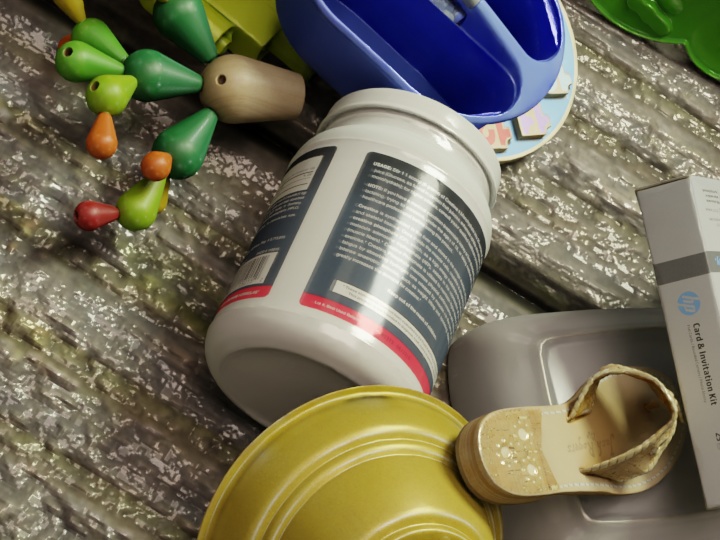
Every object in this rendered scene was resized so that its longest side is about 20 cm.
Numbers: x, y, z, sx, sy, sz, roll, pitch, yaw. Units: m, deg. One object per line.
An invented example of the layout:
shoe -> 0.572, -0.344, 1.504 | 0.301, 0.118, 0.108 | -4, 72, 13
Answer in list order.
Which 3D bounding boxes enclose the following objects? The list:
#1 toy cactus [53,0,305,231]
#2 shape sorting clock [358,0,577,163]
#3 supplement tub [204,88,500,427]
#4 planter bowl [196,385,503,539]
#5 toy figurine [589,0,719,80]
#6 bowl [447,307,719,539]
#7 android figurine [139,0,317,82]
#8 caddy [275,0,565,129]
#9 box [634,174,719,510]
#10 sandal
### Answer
toy cactus -> -0.121, -0.116, 1.114 | 0.165, 0.102, 0.200 | 5, 67, -24
shape sorting clock -> 0.072, -0.170, 1.219 | 0.200, 0.039, 0.200 | 9, 71, -28
supplement tub -> 0.000, 0.000, 1.069 | 0.140, 0.140, 0.200 | 28, 59, -6
planter bowl -> 0.014, 0.172, 0.959 | 0.200, 0.083, 0.201 | -8, 108, -26
toy figurine -> 0.275, -0.272, 1.330 | 0.200, 0.150, 0.184 | 43, 46, -20
bowl -> 0.170, 0.111, 1.118 | 0.200, 0.075, 0.200 | -2, 66, -23
android figurine -> -0.084, -0.226, 1.212 | 0.200, 0.041, 0.182 | 42, 58, 1
caddy -> 0.041, -0.176, 1.126 | 0.200, 0.105, 0.141 | 42, 65, -4
box -> 0.240, 0.044, 1.086 | 0.156, 0.041, 0.200 | 3, 75, -59
sandal -> 0.152, 0.092, 1.000 | 0.212, 0.070, 0.078 | -8, 75, -44
